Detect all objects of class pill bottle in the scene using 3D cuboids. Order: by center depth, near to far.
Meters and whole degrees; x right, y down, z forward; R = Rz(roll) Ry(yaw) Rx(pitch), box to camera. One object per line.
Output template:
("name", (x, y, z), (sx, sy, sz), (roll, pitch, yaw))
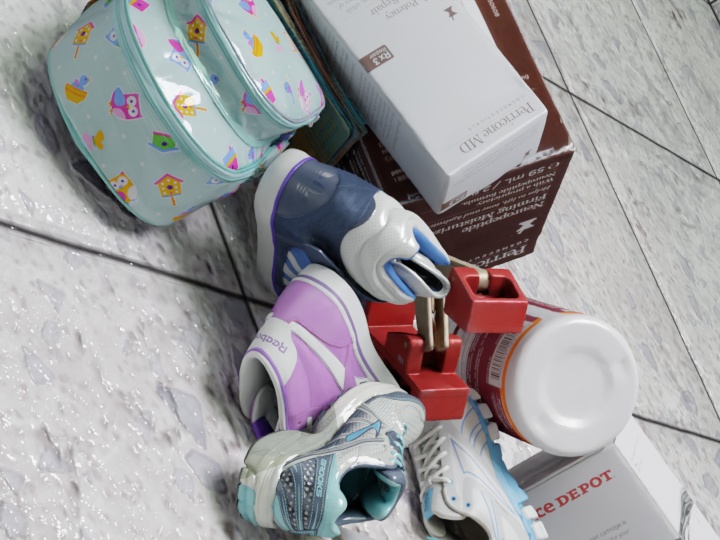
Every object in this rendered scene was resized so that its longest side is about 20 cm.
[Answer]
("pill bottle", (0.138, 0.082, 1.697), (0.114, 0.114, 0.200), (51, -10, -17))

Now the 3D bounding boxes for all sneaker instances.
("sneaker", (0.000, 0.141, 1.431), (0.086, 0.078, 0.200), (20, 26, 27))
("sneaker", (-0.035, 0.097, 1.503), (0.114, 0.072, 0.201), (-53, 140, -24))
("sneaker", (0.000, 0.000, 1.526), (0.146, 0.081, 0.200), (32, -20, 19))
("sneaker", (0.073, 0.165, 1.621), (0.086, 0.075, 0.201), (-9, 62, -48))

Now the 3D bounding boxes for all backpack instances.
("backpack", (-0.128, -0.133, 1.485), (0.176, 0.153, 0.200), (60, 29, -9))

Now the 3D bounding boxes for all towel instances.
("towel", (-0.059, -0.144, 1.638), (0.147, 0.022, 0.200), (61, -19, 4))

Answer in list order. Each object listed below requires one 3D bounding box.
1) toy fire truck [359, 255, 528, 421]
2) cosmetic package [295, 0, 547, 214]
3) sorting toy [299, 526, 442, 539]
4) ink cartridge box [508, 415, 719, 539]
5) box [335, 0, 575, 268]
("toy fire truck", (0.052, 0.037, 1.574), (0.048, 0.142, 0.200), (0, 25, -25))
("cosmetic package", (0.043, -0.155, 1.562), (0.200, 0.101, 0.074), (51, -18, 17))
("sorting toy", (0.021, 0.241, 1.413), (0.179, 0.107, 0.200), (30, 30, -14))
("ink cartridge box", (0.212, 0.236, 1.706), (0.200, 0.146, 0.086), (55, 24, -8))
("box", (0.058, -0.100, 1.688), (0.200, 0.165, 0.165), (102, -33, -65))
